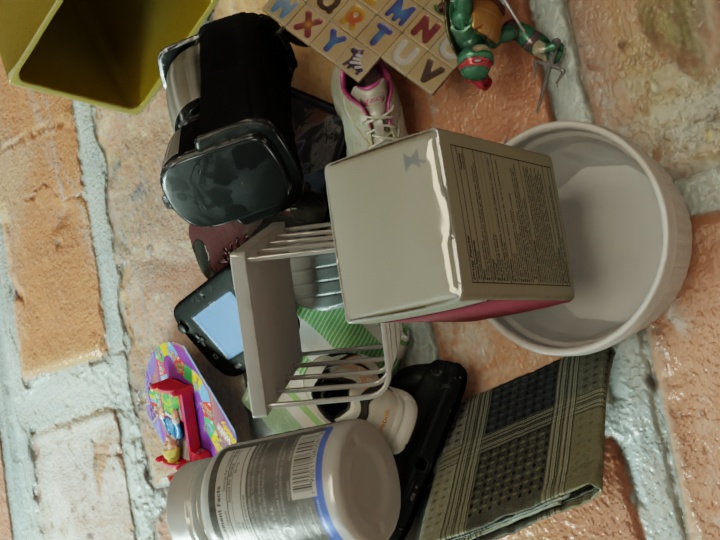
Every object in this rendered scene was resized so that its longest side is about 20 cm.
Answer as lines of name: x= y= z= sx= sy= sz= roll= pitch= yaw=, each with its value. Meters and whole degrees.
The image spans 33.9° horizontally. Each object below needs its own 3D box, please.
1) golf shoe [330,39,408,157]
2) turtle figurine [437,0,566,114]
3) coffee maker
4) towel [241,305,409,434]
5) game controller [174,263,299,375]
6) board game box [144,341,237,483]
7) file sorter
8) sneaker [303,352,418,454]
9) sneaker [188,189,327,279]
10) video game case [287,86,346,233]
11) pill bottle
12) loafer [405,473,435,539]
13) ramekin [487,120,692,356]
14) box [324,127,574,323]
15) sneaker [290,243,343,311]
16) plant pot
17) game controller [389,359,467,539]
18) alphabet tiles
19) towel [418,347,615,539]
golf shoe: x=0.014 y=-0.138 z=1.185 sx=0.074 sy=0.092 sz=0.203 roll=-18 pitch=77 yaw=-4
turtle figurine: x=0.119 y=-0.248 z=1.088 sx=0.099 sy=0.149 sz=0.203 roll=-9 pitch=70 yaw=29
coffee maker: x=-0.115 y=-0.163 z=1.188 sx=0.191 sy=0.134 sz=0.202 roll=-38 pitch=39 yaw=23
towel: x=-0.038 y=0.107 z=1.267 sx=0.152 sy=0.023 sz=0.202 roll=41 pitch=112 yaw=29
game controller: x=-0.135 y=0.055 z=1.267 sx=0.105 sy=0.042 sz=0.200 roll=56 pitch=147 yaw=-1
board game box: x=-0.209 y=0.183 z=1.346 sx=0.201 sy=0.039 sz=0.159 roll=55 pitch=139 yaw=22
file sorter: x=-0.030 y=0.032 z=1.067 sx=0.122 sy=0.200 sz=0.141 roll=-6 pitch=99 yaw=6
sneaker: x=-0.017 y=0.115 z=1.153 sx=0.199 sy=0.079 sz=0.075 roll=18 pitch=85 yaw=65
sneaker: x=-0.114 y=-0.034 z=1.276 sx=0.198 sy=0.075 sz=0.117 roll=12 pitch=105 yaw=42
video game case: x=-0.103 y=-0.116 z=1.319 sx=0.199 sy=0.025 sz=0.183 roll=27 pitch=104 yaw=34
pill bottle: x=-0.073 y=0.206 z=1.070 sx=0.198 sy=0.113 sz=0.116 roll=-15 pitch=80 yaw=30
loafer: x=0.081 y=0.229 z=1.146 sx=0.199 sy=0.072 sz=0.074 roll=-35 pitch=70 yaw=31
ramekin: x=0.197 y=-0.026 z=1.048 sx=0.198 sy=0.104 sz=0.204 roll=-1 pitch=88 yaw=36
box: x=0.076 y=-0.028 z=0.949 sx=0.108 sy=0.199 sz=0.130 roll=-14 pitch=81 yaw=34
sneaker: x=0.000 y=0.000 z=1.210 sx=0.197 sy=0.071 sz=0.074 roll=0 pitch=100 yaw=28
plant pot: x=-0.323 y=-0.337 z=1.392 sx=0.196 sy=0.193 sz=0.201 roll=-49 pitch=57 yaw=24
game controller: x=0.037 y=0.176 z=1.140 sx=0.104 sy=0.042 sz=0.202 roll=-22 pitch=38 yaw=57
alphabet tiles: x=0.027 y=-0.265 z=1.171 sx=0.199 sy=0.008 sz=0.168 roll=38 pitch=80 yaw=17
towel: x=0.143 y=0.162 z=1.053 sx=0.191 sy=0.201 sz=0.035 roll=-28 pitch=113 yaw=31
